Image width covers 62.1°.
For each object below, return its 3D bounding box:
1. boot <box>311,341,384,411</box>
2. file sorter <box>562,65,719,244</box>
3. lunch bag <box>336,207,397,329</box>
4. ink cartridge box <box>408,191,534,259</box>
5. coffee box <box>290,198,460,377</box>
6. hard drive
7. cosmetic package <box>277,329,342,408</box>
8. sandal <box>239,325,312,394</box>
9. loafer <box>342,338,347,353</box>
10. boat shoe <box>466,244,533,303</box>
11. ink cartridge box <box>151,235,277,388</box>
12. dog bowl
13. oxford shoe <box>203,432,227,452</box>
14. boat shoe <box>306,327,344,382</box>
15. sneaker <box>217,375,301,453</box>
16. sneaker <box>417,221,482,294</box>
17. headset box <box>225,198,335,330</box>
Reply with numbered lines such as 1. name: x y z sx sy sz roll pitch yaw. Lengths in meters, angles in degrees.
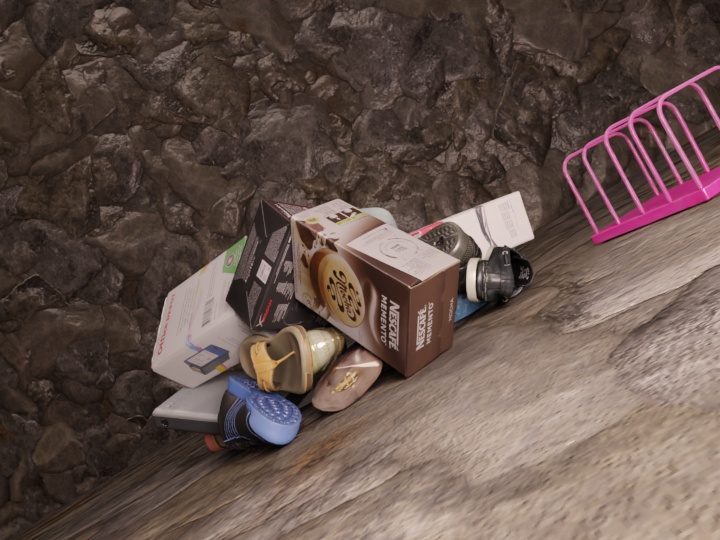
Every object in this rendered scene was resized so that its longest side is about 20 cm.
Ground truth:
1. boot: 0.036 0.091 0.732 0.185 0.065 0.200 -39 -6 12
2. file sorter: 0.373 -0.141 0.751 0.137 0.127 0.200 -28 -4 -18
3. lunch bag: 0.000 0.000 0.952 0.157 0.203 0.078 -2 34 24
4. ink cartridge box: 0.163 -0.049 0.990 0.197 0.086 0.144 -22 2 -20
5. coffee box: 0.010 0.012 0.673 0.079 0.115 0.198 -24 38 -35
6. hard drive: -0.190 0.196 0.896 0.196 0.034 0.139 -2 18 26
7. cosmetic package: -0.109 0.111 0.973 0.106 0.203 0.090 -31 -5 29
8. sandal: -0.114 0.114 0.736 0.053 0.082 0.198 -13 1 -34
9. loafer: -0.089 0.182 1.228 0.198 0.075 0.071 -22 42 43
10. boat shoe: 0.191 0.004 0.780 0.065 0.076 0.198 1 1 24
11. ink cartridge box: -0.214 0.067 0.898 0.198 0.147 0.087 -29 -47 28
12. dog bowl: 0.181 0.029 0.945 0.198 0.050 0.111 -28 -4 -38
13. oxford shoe: -0.166 0.230 0.966 0.073 0.072 0.200 -17 9 24
14. boat shoe: -0.064 0.117 0.815 0.062 0.075 0.200 -21 -5 -15
15. sneaker: -0.126 0.187 0.719 0.069 0.080 0.199 16 -3 -23
16. sneaker: 0.089 0.006 0.851 0.197 0.078 0.113 -27 -39 35
17. headset box: -0.064 -0.003 0.811 0.198 0.075 0.151 3 -63 -48
